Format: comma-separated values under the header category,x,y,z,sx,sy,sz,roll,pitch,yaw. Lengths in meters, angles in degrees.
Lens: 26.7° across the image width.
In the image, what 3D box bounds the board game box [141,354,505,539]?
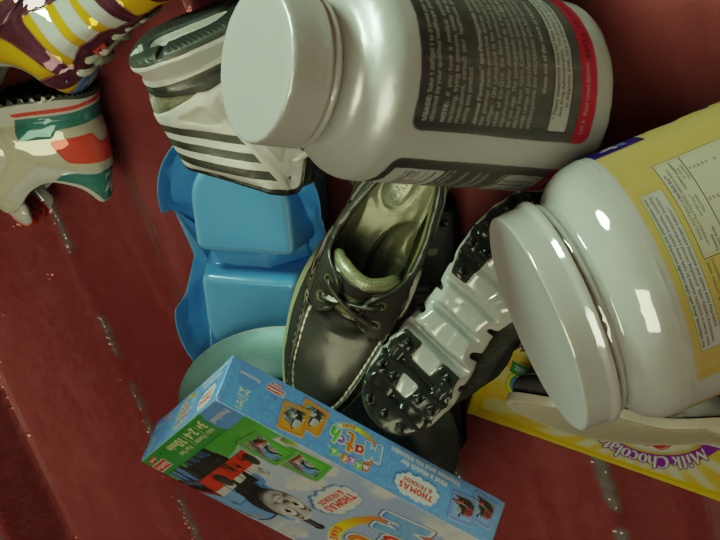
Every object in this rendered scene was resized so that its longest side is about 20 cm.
category,x,y,z,sx,sy,sz,roll,pitch,yaw
board game box,-0.028,0.136,0.984,0.199,0.037,0.151,29,149,-13

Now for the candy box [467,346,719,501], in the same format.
category,x,y,z,sx,sy,sz,roll,pitch,yaw
candy box,0.178,0.082,1.001,0.198,0.026,0.103,18,123,6

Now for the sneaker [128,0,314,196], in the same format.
category,x,y,z,sx,sy,sz,roll,pitch,yaw
sneaker,-0.026,-0.117,0.905,0.199,0.076,0.116,-21,119,0

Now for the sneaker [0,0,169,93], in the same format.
category,x,y,z,sx,sy,sz,roll,pitch,yaw
sneaker,-0.160,-0.157,0.935,0.198,0.075,0.091,0,108,27

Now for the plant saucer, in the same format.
category,x,y,z,sx,sy,sz,roll,pitch,yaw
plant saucer,-0.032,0.119,1.039,0.198,0.028,0.201,7,133,7

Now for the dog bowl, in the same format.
category,x,y,z,sx,sy,sz,roll,pitch,yaw
dog bowl,-0.069,-0.014,1.008,0.110,0.050,0.202,4,120,15

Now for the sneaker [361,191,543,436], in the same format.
category,x,y,z,sx,sy,sz,roll,pitch,yaw
sneaker,0.083,0.017,0.939,0.066,0.090,0.200,44,103,12

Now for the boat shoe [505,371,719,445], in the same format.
category,x,y,z,sx,sy,sz,roll,pitch,yaw
boat shoe,0.192,0.074,0.957,0.198,0.063,0.073,3,162,19

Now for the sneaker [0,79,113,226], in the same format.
category,x,y,z,sx,sy,sz,roll,pitch,yaw
sneaker,-0.255,-0.070,1.018,0.198,0.070,0.094,-8,110,18

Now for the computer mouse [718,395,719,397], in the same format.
category,x,y,z,sx,sy,sz,roll,pitch,yaw
computer mouse,0.215,0.020,0.906,0.199,0.139,0.053,20,166,18

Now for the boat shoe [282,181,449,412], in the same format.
category,x,y,z,sx,sy,sz,roll,pitch,yaw
boat shoe,0.001,0.000,0.931,0.071,0.066,0.202,25,99,2

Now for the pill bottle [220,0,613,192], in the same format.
category,x,y,z,sx,sy,sz,roll,pitch,yaw
pill bottle,0.030,-0.102,0.822,0.199,0.111,0.111,2,130,-32

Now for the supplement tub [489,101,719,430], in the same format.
category,x,y,z,sx,sy,sz,roll,pitch,yaw
supplement tub,0.184,-0.009,0.817,0.199,0.145,0.146,-22,114,-6

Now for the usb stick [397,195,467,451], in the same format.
category,x,y,z,sx,sy,sz,roll,pitch,yaw
usb stick,0.041,0.038,1.013,0.055,0.033,0.202,4,119,15
